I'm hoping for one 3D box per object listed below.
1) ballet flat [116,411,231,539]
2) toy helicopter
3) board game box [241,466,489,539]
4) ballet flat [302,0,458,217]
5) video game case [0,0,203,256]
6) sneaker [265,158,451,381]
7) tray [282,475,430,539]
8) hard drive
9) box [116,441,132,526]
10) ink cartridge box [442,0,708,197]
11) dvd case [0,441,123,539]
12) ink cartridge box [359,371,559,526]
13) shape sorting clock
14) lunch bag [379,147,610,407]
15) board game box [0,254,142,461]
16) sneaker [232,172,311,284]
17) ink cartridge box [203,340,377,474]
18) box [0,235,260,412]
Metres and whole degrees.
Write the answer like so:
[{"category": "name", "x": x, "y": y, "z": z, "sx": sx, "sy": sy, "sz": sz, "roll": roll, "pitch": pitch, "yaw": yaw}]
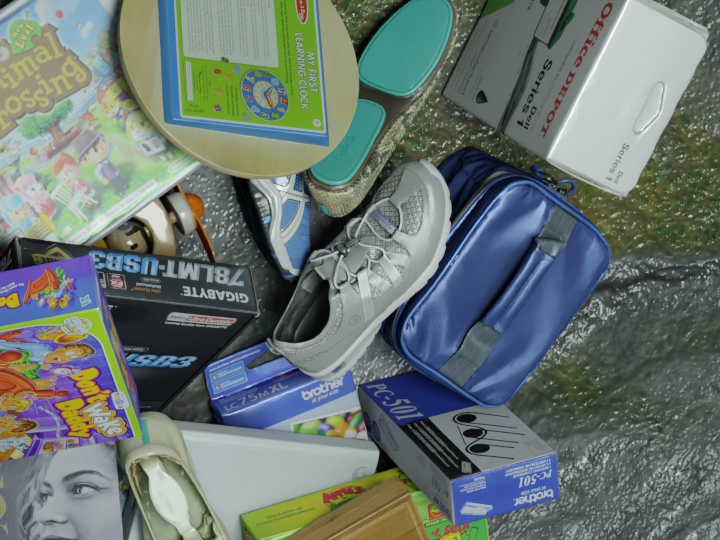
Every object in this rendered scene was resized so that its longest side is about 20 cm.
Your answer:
[{"category": "ballet flat", "x": -0.141, "y": 0.204, "z": 1.706, "sx": 0.069, "sy": 0.069, "sz": 0.201, "roll": -28, "pitch": 119, "yaw": -11}, {"category": "toy helicopter", "x": -0.177, "y": -0.067, "z": 1.668, "sx": 0.132, "sy": 0.079, "sz": 0.201, "roll": 0, "pitch": 96, "yaw": -15}, {"category": "board game box", "x": 0.007, "y": 0.227, "z": 1.786, "sx": 0.199, "sy": 0.048, "sz": 0.102, "roll": -15, "pitch": 117, "yaw": -18}, {"category": "ballet flat", "x": 0.016, "y": -0.128, "z": 1.716, "sx": 0.200, "sy": 0.068, "sz": 0.075, "roll": -60, "pitch": 163, "yaw": -19}, {"category": "video game case", "x": -0.222, "y": -0.116, "z": 1.613, "sx": 0.200, "sy": 0.022, "sz": 0.182, "roll": -37, "pitch": 96, "yaw": -12}, {"category": "sneaker", "x": 0.000, "y": 0.000, "z": 1.697, "sx": 0.082, "sy": 0.075, "sz": 0.200, "roll": 17, "pitch": 107, "yaw": -54}, {"category": "tray", "x": -0.035, "y": 0.258, "z": 1.730, "sx": 0.199, "sy": 0.037, "sz": 0.099, "roll": -29, "pitch": 119, "yaw": -12}, {"category": "hard drive", "x": -0.093, "y": 0.194, "z": 1.775, "sx": 0.199, "sy": 0.027, "sz": 0.132, "roll": 8, "pitch": 108, "yaw": -25}, {"category": "box", "x": -0.247, "y": 0.175, "z": 1.744, "sx": 0.199, "sy": 0.035, "sz": 0.111, "roll": 9, "pitch": 105, "yaw": -25}, {"category": "ink cartridge box", "x": 0.166, "y": -0.161, "z": 1.697, "sx": 0.084, "sy": 0.200, "sz": 0.147, "roll": 22, "pitch": 99, "yaw": -27}, {"category": "dvd case", "x": -0.262, "y": 0.201, "z": 1.698, "sx": 0.148, "sy": 0.016, "sz": 0.201, "roll": -4, "pitch": 119, "yaw": -6}, {"category": "ink cartridge box", "x": 0.078, "y": 0.139, "z": 1.769, "sx": 0.094, "sy": 0.200, "sz": 0.044, "roll": -12, "pitch": 113, "yaw": -17}, {"category": "shape sorting clock", "x": -0.091, "y": -0.162, "z": 1.634, "sx": 0.199, "sy": 0.039, "sz": 0.201, "roll": 10, "pitch": 65, "yaw": -21}, {"category": "lunch bag", "x": 0.109, "y": 0.003, "z": 1.772, "sx": 0.136, "sy": 0.132, "sz": 0.200, "roll": 33, "pitch": 95, "yaw": -28}, {"category": "board game box", "x": -0.239, "y": 0.068, "z": 1.548, "sx": 0.134, "sy": 0.045, "sz": 0.200, "roll": -11, "pitch": 150, "yaw": -2}, {"category": "sneaker", "x": -0.061, "y": -0.084, "z": 1.703, "sx": 0.077, "sy": 0.076, "sz": 0.201, "roll": -18, "pitch": 113, "yaw": -15}, {"category": "ink cartridge box", "x": -0.053, "y": 0.151, "z": 1.814, "sx": 0.119, "sy": 0.042, "sz": 0.201, "roll": -20, "pitch": 113, "yaw": -15}, {"category": "box", "x": -0.208, "y": 0.052, "z": 1.629, "sx": 0.199, "sy": 0.050, "sz": 0.198, "roll": 7, "pitch": 148, "yaw": -34}]
